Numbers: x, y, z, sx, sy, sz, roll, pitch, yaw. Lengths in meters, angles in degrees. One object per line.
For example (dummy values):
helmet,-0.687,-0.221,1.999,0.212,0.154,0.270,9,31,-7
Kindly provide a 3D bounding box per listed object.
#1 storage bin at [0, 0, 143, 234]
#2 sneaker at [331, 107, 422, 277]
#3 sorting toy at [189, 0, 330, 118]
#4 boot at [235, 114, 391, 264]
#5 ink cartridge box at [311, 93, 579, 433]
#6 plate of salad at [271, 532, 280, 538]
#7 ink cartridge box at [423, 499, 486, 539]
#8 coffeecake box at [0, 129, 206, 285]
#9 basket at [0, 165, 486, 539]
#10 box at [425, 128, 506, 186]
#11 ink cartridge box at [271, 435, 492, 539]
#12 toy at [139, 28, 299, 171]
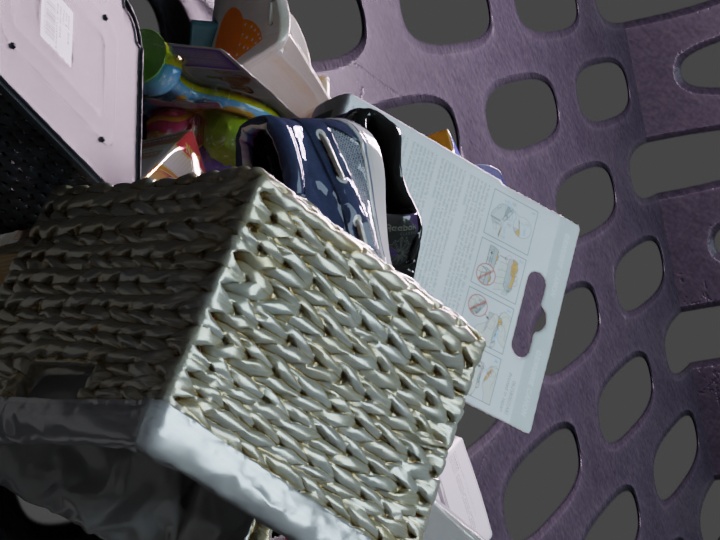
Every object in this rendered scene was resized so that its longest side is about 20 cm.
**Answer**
storage bin,-0.199,-0.119,1.254,0.200,0.094,0.135,51,33,-58
sneaker,0.000,0.000,1.426,0.076,0.088,0.200,-4,79,-33
sorting toy,-0.069,-0.155,1.692,0.200,0.107,0.180,57,21,-50
boot,-0.025,0.008,1.356,0.090,0.073,0.200,1,74,-51
ink cartridge box,0.037,0.001,1.532,0.200,0.057,0.163,30,63,-29
plate of salad,-0.070,0.138,1.398,0.200,0.048,0.200,-60,-167,25
ink cartridge box,-0.014,0.214,1.381,0.084,0.200,0.146,42,-4,-13
coffeecake box,-0.137,0.022,1.396,0.200,0.073,0.154,-59,135,-66
basket,-0.078,0.061,1.213,0.200,0.198,0.161,35,66,-36
box,0.013,-0.024,1.683,0.042,0.200,0.119,-104,171,-49
ink cartridge box,-0.008,0.187,1.578,0.200,0.145,0.085,-38,110,-70
toy,-0.105,-0.095,1.516,0.200,0.115,0.047,47,53,-62
